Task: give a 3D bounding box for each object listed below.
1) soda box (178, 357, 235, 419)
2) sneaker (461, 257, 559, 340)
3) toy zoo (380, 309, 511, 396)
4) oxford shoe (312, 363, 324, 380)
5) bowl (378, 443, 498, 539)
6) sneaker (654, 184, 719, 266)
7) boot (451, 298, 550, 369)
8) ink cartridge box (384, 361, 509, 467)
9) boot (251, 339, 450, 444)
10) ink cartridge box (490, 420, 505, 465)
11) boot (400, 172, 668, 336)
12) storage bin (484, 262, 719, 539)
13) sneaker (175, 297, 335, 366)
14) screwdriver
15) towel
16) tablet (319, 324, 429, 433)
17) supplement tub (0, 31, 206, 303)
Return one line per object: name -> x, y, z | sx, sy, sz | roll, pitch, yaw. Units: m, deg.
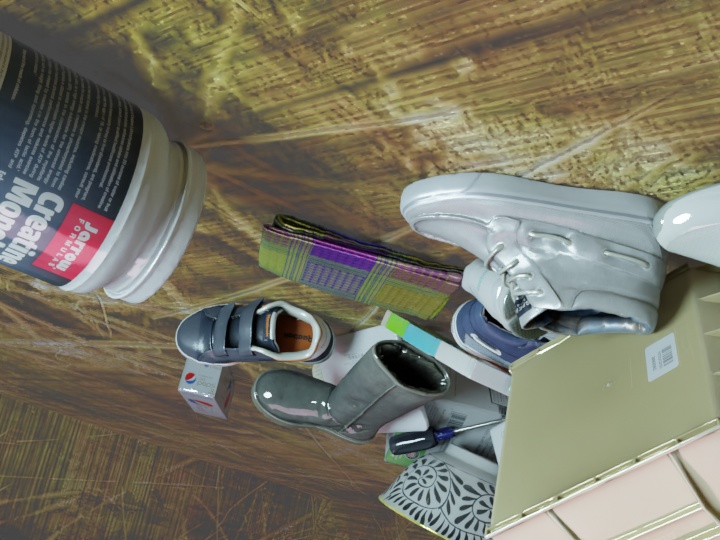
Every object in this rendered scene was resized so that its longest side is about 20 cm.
soda box -> -0.259, 0.199, 1.493 | 0.062, 0.069, 0.200 | 12, 161, 1
sneaker -> 0.168, 0.025, 0.752 | 0.198, 0.071, 0.080 | 20, -172, -39
toy zoo -> 0.121, 0.100, 0.923 | 0.130, 0.021, 0.199 | 27, -179, -34
oxford shoe -> 0.031, 0.155, 1.198 | 0.196, 0.058, 0.076 | 13, 121, 4
bowl -> 0.129, 0.265, 1.030 | 0.198, 0.096, 0.201 | 24, 173, 3
sneaker -> 0.280, -0.003, 0.536 | 0.197, 0.082, 0.071 | 11, 163, 11
boot -> 0.188, 0.075, 0.842 | 0.196, 0.074, 0.090 | 16, 167, -6
ink cartridge box -> 0.144, 0.193, 1.107 | 0.196, 0.085, 0.147 | 15, 132, -5
boot -> -0.017, 0.131, 0.986 | 0.179, 0.074, 0.200 | 17, 154, -14
ink cartridge box -> 0.251, 0.203, 0.939 | 0.085, 0.150, 0.199 | 25, 132, -38
boot -> 0.116, -0.008, 0.623 | 0.196, 0.097, 0.074 | 6, 160, 19
storage bin -> 0.195, 0.109, 0.601 | 0.197, 0.201, 0.094 | -35, 104, 28
sneaker -> -0.130, 0.072, 1.043 | 0.196, 0.080, 0.080 | -1, 165, 5
screwdriver -> 0.127, 0.189, 1.035 | 0.197, 0.028, 0.029 | -14, 139, 14
towel -> 0.000, 0.000, 0.838 | 0.196, 0.023, 0.144 | 16, 161, -4
tablet -> 0.009, 0.141, 1.090 | 0.013, 0.132, 0.199 | -18, 179, -32
supplement tub -> -0.221, -0.070, 0.603 | 0.198, 0.143, 0.139 | 26, 157, -34
